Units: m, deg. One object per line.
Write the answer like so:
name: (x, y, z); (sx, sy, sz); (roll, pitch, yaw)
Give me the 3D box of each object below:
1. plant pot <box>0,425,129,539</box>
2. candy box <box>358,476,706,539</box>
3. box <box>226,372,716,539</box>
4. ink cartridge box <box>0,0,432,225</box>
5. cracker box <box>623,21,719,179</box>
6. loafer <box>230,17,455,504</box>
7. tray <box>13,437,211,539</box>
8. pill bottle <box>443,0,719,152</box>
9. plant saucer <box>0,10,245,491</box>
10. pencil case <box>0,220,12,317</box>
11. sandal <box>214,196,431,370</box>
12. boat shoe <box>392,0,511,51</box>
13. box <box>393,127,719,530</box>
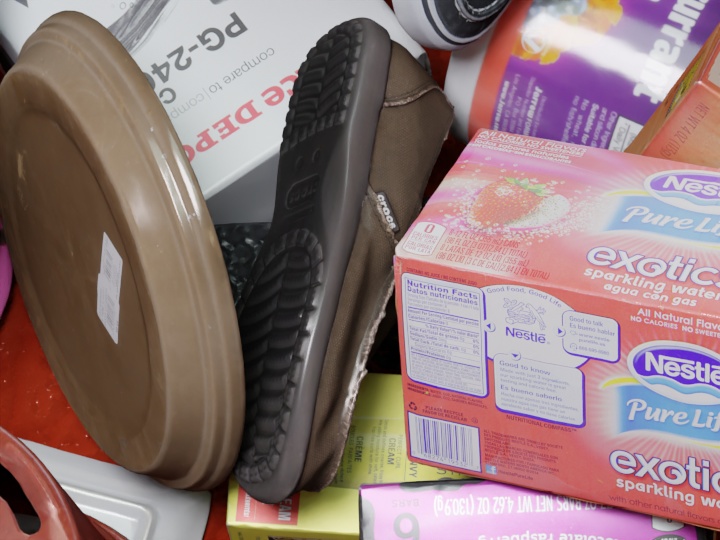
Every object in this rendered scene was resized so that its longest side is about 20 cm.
plant pot: (-0.161, 0.147, 1.089); (0.199, 0.195, 0.202); (-1, 67, 3)
candy box: (0.069, 0.180, 1.129); (0.135, 0.061, 0.201); (-3, 84, 3)
box: (0.048, 0.084, 1.204); (0.199, 0.050, 0.076); (4, 69, 6)
ink cartridge box: (-0.080, -0.109, 1.276); (0.145, 0.083, 0.200); (-34, 69, -11)
cracker box: (0.189, 0.008, 1.151); (0.199, 0.134, 0.058); (33, 43, -2)
loafer: (0.000, 0.000, 1.168); (0.071, 0.073, 0.201); (21, 75, -27)
tray: (-0.139, 0.166, 1.198); (0.107, 0.022, 0.201); (13, 69, 10)
pill bottle: (0.145, -0.070, 1.230); (0.199, 0.112, 0.112); (24, 70, 13)
plant saucer: (-0.102, -0.004, 1.171); (0.029, 0.200, 0.201); (-18, 66, -23)
pencil case: (-0.192, -0.013, 1.182); (0.090, 0.200, 0.094); (-11, 76, 1)
sandal: (0.006, 0.009, 1.233); (0.199, 0.045, 0.076); (0, 73, -16)
boat shoe: (0.081, -0.175, 1.159); (0.068, 0.072, 0.201); (22, 80, 46)
box: (0.121, 0.025, 1.093); (0.199, 0.103, 0.095); (10, 38, 21)
